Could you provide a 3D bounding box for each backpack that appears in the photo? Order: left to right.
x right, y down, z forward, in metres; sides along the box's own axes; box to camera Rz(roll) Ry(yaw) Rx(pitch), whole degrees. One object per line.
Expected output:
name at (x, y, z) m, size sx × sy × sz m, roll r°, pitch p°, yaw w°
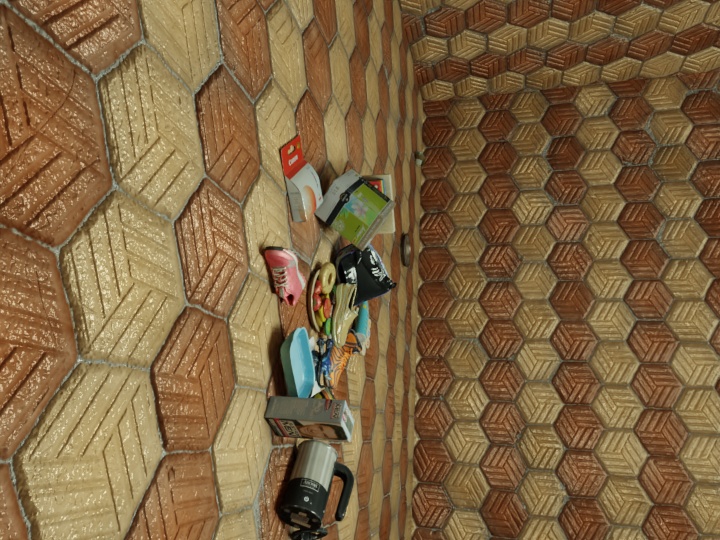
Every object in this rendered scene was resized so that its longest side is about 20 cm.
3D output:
backpack at (0.000, 0.000, 1.788) m, size 0.154 × 0.197 × 0.193 m, roll -125°, pitch -167°, yaw -58°

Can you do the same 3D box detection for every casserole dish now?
casserole dish at (-0.160, 0.241, 1.326) m, size 0.121 × 0.038 × 0.204 m, roll -57°, pitch 141°, yaw -62°

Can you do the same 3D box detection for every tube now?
tube at (0.009, 0.192, 2.024) m, size 0.202 × 0.049 × 0.079 m, roll -77°, pitch 165°, yaw -52°

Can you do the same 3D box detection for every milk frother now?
milk frother at (-0.131, 0.601, 1.399) m, size 0.200 × 0.179 × 0.190 m, roll -48°, pitch -165°, yaw 38°

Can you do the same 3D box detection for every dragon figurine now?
dragon figurine at (-0.109, 0.252, 1.455) m, size 0.200 × 0.057 × 0.102 m, roll -58°, pitch 141°, yaw -76°

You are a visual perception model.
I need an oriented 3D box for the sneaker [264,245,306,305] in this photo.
sneaker at (-0.186, 0.018, 1.294) m, size 0.201 × 0.072 × 0.088 m, roll 68°, pitch 27°, yaw -53°

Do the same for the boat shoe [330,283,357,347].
boat shoe at (-0.045, 0.137, 1.619) m, size 0.072 × 0.074 × 0.205 m, roll 47°, pitch 45°, yaw -68°

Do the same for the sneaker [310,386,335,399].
sneaker at (-0.120, 0.370, 1.411) m, size 0.071 × 0.089 × 0.201 m, roll 59°, pitch -21°, yaw 15°

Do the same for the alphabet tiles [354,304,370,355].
alphabet tiles at (0.006, 0.233, 2.094) m, size 0.196 × 0.014 × 0.205 m, roll 49°, pitch 42°, yaw -63°

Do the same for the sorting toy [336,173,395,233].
sorting toy at (0.011, -0.221, 1.800) m, size 0.070 × 0.195 × 0.204 m, roll -44°, pitch 131°, yaw -63°

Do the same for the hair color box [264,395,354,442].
hair color box at (-0.122, 0.361, 1.267) m, size 0.100 × 0.195 × 0.061 m, roll 72°, pitch 23°, yaw -45°

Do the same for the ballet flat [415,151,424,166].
ballet flat at (0.404, -0.752, 3.569) m, size 0.200 × 0.066 × 0.074 m, roll 2°, pitch 106°, yaw -78°

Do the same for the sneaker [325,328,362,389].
sneaker at (-0.054, 0.281, 1.688) m, size 0.078 × 0.109 × 0.205 m, roll 49°, pitch 42°, yaw -66°

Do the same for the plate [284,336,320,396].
plate at (-0.163, 0.311, 1.434) m, size 0.200 × 0.032 × 0.205 m, roll -47°, pitch 134°, yaw -69°

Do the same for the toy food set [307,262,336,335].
toy food set at (-0.111, 0.093, 1.611) m, size 0.201 × 0.047 × 0.202 m, roll -70°, pitch 154°, yaw -54°

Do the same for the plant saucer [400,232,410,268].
plant saucer at (0.261, -0.117, 3.030) m, size 0.200 × 0.031 × 0.206 m, roll -2°, pitch 90°, yaw -75°

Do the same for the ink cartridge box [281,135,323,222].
ink cartridge box at (-0.159, -0.259, 1.456) m, size 0.163 × 0.049 × 0.204 m, roll -64°, pitch 152°, yaw -60°

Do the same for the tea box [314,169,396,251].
tea box at (-0.012, -0.197, 1.662) m, size 0.135 × 0.195 × 0.200 m, roll -54°, pitch 179°, yaw 25°
